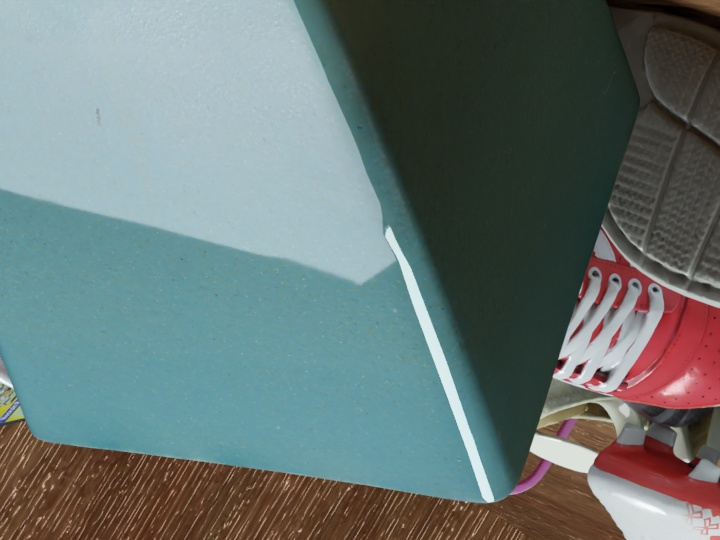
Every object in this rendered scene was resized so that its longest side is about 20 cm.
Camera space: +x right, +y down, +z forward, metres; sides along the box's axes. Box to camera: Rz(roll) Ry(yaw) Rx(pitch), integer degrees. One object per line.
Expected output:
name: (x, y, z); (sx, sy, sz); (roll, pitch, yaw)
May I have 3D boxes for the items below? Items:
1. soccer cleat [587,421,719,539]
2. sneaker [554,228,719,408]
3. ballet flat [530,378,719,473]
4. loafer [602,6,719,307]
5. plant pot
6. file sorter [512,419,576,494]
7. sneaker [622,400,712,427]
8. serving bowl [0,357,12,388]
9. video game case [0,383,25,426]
soccer cleat: (0.141, 0.118, 1.066); (0.068, 0.086, 0.200); (25, 179, 33)
sneaker: (0.058, 0.010, 0.851); (0.199, 0.072, 0.113); (24, -163, -17)
ballet flat: (0.115, 0.056, 1.098); (0.199, 0.063, 0.067); (8, 160, -35)
loafer: (0.090, -0.042, 0.807); (0.063, 0.072, 0.200); (13, -165, -46)
plant pot: (-0.027, -0.065, 0.662); (0.140, 0.142, 0.201); (6, 143, 21)
file sorter: (0.027, 0.023, 1.268); (0.139, 0.126, 0.200); (33, 173, -12)
sneaker: (0.082, -0.020, 1.011); (0.200, 0.075, 0.082); (48, 174, -33)
serving bowl: (-0.068, -0.053, 0.896); (0.200, 0.200, 0.066); (35, -170, -31)
video game case: (-0.104, 0.010, 1.166); (0.200, 0.180, 0.026); (-46, 64, 46)
